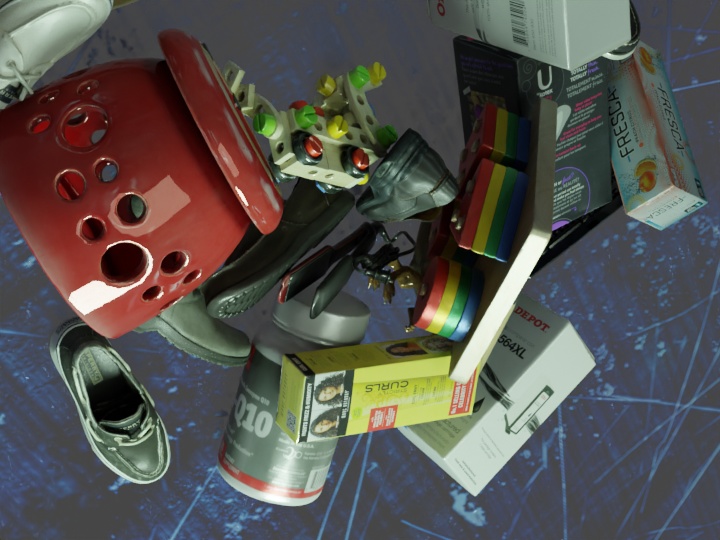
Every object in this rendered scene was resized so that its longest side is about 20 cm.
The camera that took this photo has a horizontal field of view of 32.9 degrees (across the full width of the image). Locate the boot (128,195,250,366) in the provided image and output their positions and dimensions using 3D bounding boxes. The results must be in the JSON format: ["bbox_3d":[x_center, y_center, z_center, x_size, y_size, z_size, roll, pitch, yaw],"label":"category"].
[{"bbox_3d":[-0.155,0.005,1.132,0.199,0.067,0.132,28,89,-42],"label":"boot"}]

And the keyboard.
[{"bbox_3d":[0.223,-0.072,1.339,0.199,0.104,0.040,-37,118,-13],"label":"keyboard"}]

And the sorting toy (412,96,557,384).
[{"bbox_3d":[0.110,-0.037,1.138,0.069,0.200,0.201,19,132,-6],"label":"sorting toy"}]

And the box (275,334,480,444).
[{"bbox_3d":[0.019,0.110,1.160,0.198,0.050,0.076,-4,114,-31],"label":"box"}]

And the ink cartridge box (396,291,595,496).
[{"bbox_3d":[0.134,0.119,1.335,0.200,0.146,0.084,-46,130,-8],"label":"ink cartridge box"}]

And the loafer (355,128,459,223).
[{"bbox_3d":[0.044,-0.070,1.159,0.072,0.200,0.073,39,83,1],"label":"loafer"}]

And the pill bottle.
[{"bbox_3d":[-0.065,0.119,1.216,0.113,0.114,0.202,7,107,-37],"label":"pill bottle"}]

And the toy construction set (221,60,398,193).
[{"bbox_3d":[-0.049,-0.138,1.102,0.198,0.133,0.092,1,156,-35],"label":"toy construction set"}]

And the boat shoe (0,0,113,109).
[{"bbox_3d":[-0.264,-0.153,0.907,0.198,0.071,0.071,-23,149,19],"label":"boat shoe"}]

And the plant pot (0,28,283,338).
[{"bbox_3d":[-0.169,-0.074,0.968,0.181,0.201,0.202,-27,127,-1],"label":"plant pot"}]

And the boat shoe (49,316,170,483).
[{"bbox_3d":[-0.228,0.135,1.140,0.070,0.064,0.201,-35,128,-16],"label":"boat shoe"}]

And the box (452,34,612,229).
[{"bbox_3d":[0.180,-0.155,1.261,0.121,0.106,0.202,-25,124,-25],"label":"box"}]

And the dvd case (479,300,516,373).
[{"bbox_3d":[0.136,0.019,1.228,0.201,0.016,0.150,105,-1,-58],"label":"dvd case"}]

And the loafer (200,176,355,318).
[{"bbox_3d":[-0.088,-0.029,1.141,0.200,0.071,0.073,-43,177,-41],"label":"loafer"}]

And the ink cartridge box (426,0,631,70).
[{"bbox_3d":[0.146,-0.285,1.114,0.082,0.199,0.148,-27,125,-25],"label":"ink cartridge box"}]

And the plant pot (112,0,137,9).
[{"bbox_3d":[-0.230,-0.286,0.876,0.198,0.200,0.136,-2,77,-34],"label":"plant pot"}]

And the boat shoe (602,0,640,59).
[{"bbox_3d":[0.212,-0.298,1.171,0.073,0.060,0.202,-25,83,-29],"label":"boat shoe"}]

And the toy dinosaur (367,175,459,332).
[{"bbox_3d":[0.066,-0.001,1.284,0.105,0.060,0.203,-3,82,-24],"label":"toy dinosaur"}]

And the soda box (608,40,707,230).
[{"bbox_3d":[0.301,-0.149,1.296,0.068,0.202,0.063,18,142,-39],"label":"soda box"}]

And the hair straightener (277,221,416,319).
[{"bbox_3d":[0.000,0.000,1.194,0.200,0.076,0.041,-33,146,-56],"label":"hair straightener"}]
